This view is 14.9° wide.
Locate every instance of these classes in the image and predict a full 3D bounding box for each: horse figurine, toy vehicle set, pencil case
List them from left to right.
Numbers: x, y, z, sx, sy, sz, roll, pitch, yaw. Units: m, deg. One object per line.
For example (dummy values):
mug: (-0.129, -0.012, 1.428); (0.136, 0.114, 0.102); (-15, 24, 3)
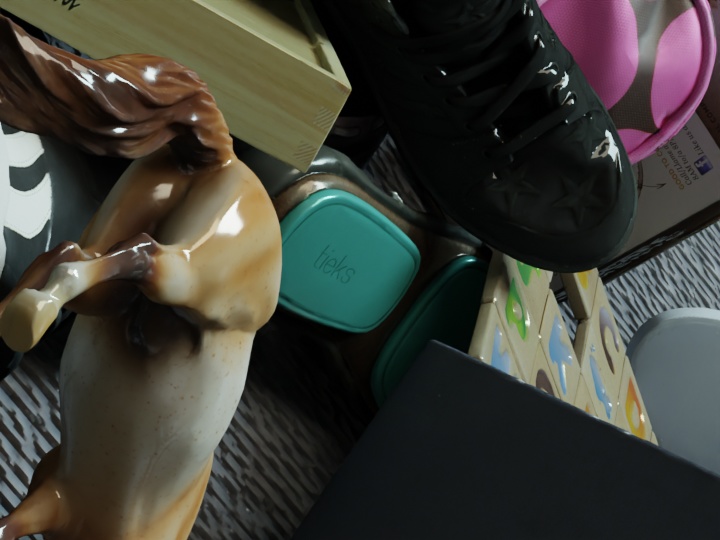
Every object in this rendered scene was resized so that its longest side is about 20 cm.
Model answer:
toy vehicle set: (-0.099, -0.099, 0.749); (0.199, 0.027, 0.124); (29, 11, -13)
horse figurine: (-0.060, 0.028, 0.637); (0.050, 0.201, 0.132); (24, 33, 20)
pencil case: (0.052, -0.112, 0.948); (0.094, 0.090, 0.200); (64, -3, -31)

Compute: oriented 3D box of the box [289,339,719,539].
box: (0.096, 0.128, 0.742); (0.182, 0.104, 0.200); (38, -7, -30)

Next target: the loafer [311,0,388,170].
loafer: (-0.014, -0.066, 0.927); (0.072, 0.063, 0.200); (55, 27, -3)

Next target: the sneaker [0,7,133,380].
sneaker: (-0.084, 0.005, 0.721); (0.112, 0.073, 0.201); (38, 31, -31)

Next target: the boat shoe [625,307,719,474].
boat shoe: (0.192, 0.072, 1.083); (0.201, 0.075, 0.086); (27, 12, -3)

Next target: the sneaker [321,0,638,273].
sneaker: (0.020, -0.081, 0.791); (0.200, 0.060, 0.104); (55, -5, -6)

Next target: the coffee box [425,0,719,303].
coffee box: (0.131, -0.065, 1.015); (0.080, 0.199, 0.113); (62, 26, 5)

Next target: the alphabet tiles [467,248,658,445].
alphabet tiles: (0.079, 0.070, 0.912); (0.167, 0.008, 0.201); (-72, 144, -59)

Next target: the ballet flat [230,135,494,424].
ballet flat: (0.000, 0.000, 0.860); (0.068, 0.068, 0.200); (41, -3, 34)
